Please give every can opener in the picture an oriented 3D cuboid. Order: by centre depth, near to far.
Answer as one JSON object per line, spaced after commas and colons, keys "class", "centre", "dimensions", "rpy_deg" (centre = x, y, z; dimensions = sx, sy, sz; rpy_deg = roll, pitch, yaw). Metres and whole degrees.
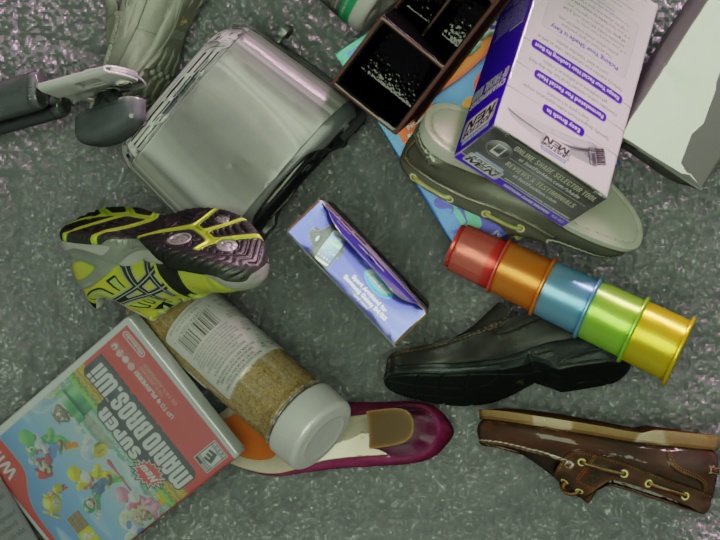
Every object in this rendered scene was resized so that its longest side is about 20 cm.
{"class": "can opener", "centre": [-0.257, -0.122, 1.656], "dimensions": [0.199, 0.053, 0.067], "rpy_deg": [-12, 74, 30]}

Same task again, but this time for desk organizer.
{"class": "desk organizer", "centre": [0.067, -0.205, 1.590], "dimensions": [0.072, 0.077, 0.200], "rpy_deg": [39, 110, 1]}

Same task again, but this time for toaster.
{"class": "toaster", "centre": [-0.100, -0.101, 1.661], "dimensions": [0.129, 0.114, 0.200], "rpy_deg": [42, 100, 5]}

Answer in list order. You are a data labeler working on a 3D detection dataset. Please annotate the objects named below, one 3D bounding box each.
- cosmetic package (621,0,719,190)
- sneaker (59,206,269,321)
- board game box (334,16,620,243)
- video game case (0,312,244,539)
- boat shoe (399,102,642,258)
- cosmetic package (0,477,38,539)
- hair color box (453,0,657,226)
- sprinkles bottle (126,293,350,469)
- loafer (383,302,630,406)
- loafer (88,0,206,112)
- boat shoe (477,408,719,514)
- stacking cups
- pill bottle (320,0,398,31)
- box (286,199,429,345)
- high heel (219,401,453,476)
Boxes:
{"class": "cosmetic package", "centre": [0.281, -0.168, 1.633], "dimensions": [0.090, 0.107, 0.200], "rpy_deg": [30, 96, -4]}
{"class": "sneaker", "centre": [-0.145, -0.002, 1.609], "dimensions": [0.199, 0.075, 0.077], "rpy_deg": [9, 121, 40]}
{"class": "board game box", "centre": [0.094, -0.131, 1.678], "dimensions": [0.152, 0.045, 0.200], "rpy_deg": [-33, 90, 4]}
{"class": "video game case", "centre": [-0.207, 0.146, 1.689], "dimensions": [0.200, 0.017, 0.143], "rpy_deg": [-39, 90, 26]}
{"class": "boat shoe", "centre": [0.126, -0.061, 1.628], "dimensions": [0.201, 0.072, 0.060], "rpy_deg": [27, 136, -12]}
{"class": "cosmetic package", "centre": [-0.369, 0.236, 1.657], "dimensions": [0.165, 0.165, 0.200], "rpy_deg": [-31, 90, 12]}
{"class": "hair color box", "centre": [0.153, -0.148, 1.601], "dimensions": [0.109, 0.065, 0.201], "rpy_deg": [31, 54, -18]}
{"class": "sprinkles bottle", "centre": [-0.099, 0.073, 1.655], "dimensions": [0.200, 0.068, 0.068], "rpy_deg": [40, 95, 23]}
{"class": "loafer", "centre": [0.116, 0.062, 1.680], "dimensions": [0.199, 0.073, 0.073], "rpy_deg": [-5, 65, -3]}
{"class": "loafer", "centre": [-0.178, -0.199, 1.686], "dimensions": [0.070, 0.070, 0.201], "rpy_deg": [27, 94, 18]}
{"class": "boat shoe", "centre": [0.190, 0.154, 1.671], "dimensions": [0.199, 0.070, 0.071], "rpy_deg": [9, 89, 3]}
{"class": "stacking cups", "centre": [0.162, 0.024, 1.633], "dimensions": [0.199, 0.060, 0.061], "rpy_deg": [25, 94, 11]}
{"class": "pill bottle", "centre": [-0.038, -0.294, 1.643], "dimensions": [0.200, 0.113, 0.113], "rpy_deg": [42, 94, 6]}
{"class": "box", "centre": [0.000, 0.000, 1.612], "dimensions": [0.041, 0.200, 0.119], "rpy_deg": [-44, 89, 5]}
{"class": "high heel", "centre": [-0.025, 0.135, 1.706], "dimensions": [0.199, 0.096, 0.068], "rpy_deg": [-11, 77, 23]}
